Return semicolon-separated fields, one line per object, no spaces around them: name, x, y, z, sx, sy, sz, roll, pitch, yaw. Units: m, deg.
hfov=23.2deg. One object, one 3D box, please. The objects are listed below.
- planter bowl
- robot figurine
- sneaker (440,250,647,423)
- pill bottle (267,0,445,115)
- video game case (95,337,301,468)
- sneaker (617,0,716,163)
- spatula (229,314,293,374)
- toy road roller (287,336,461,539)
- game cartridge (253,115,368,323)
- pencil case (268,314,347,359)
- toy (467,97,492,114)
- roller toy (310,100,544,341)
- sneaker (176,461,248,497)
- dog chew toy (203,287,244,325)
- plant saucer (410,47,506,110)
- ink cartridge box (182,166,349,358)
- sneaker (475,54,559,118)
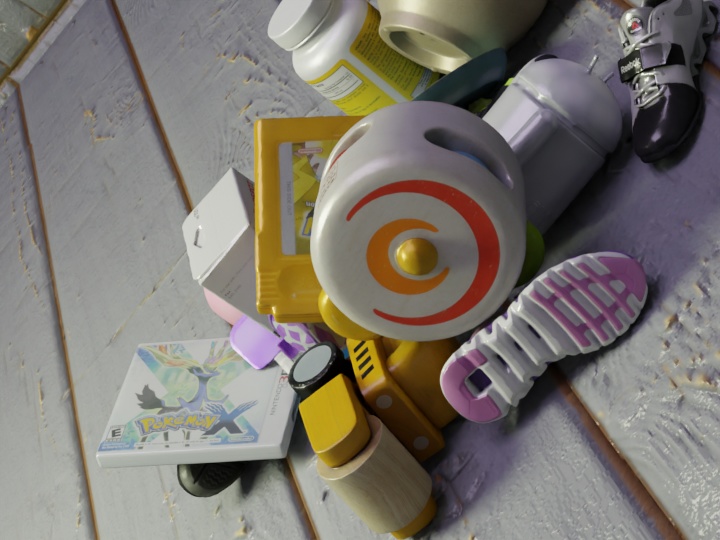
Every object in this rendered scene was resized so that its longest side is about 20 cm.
planter bowl;0.097;-0.290;1.871;0.200;0.200;0.135;7;71;61
robot figurine;0.162;-0.112;1.620;0.200;0.113;0.170;-51;-7;8
sneaker;0.156;0.044;1.492;0.200;0.081;0.088;-37;5;20
pill bottle;-0.002;-0.234;1.950;0.112;0.200;0.113;-39;29;27
video game case;-0.158;0.132;1.823;0.199;0.022;0.183;-5;36;14
sneaker;0.261;-0.187;1.578;0.074;0.088;0.201;-26;39;43
spatula;-0.070;0.101;1.791;0.057;0.021;0.200;-47;45;-2
toy road roller;0.032;0.121;1.551;0.146;0.123;0.200;-36;28;10
game cartridge;-0.010;-0.050;1.630;0.032;0.175;0.201;89;178;-66
pencil case;0.000;0.000;1.672;0.200;0.084;0.085;-45;10;-18
toy;0.120;-0.136;1.798;0.200;0.047;0.115;-35;33;36
roller toy;0.048;-0.039;1.497;0.199;0.183;0.140;-11;27;11
sneaker;-0.172;0.182;1.876;0.114;0.076;0.200;-40;26;31
dog chew toy;-0.085;-0.028;1.912;0.200;0.124;0.125;-59;25;4
plant saucer;0.076;-0.160;1.825;0.200;0.027;0.200;-36;-6;-5
ink cartridge box;-0.072;0.005;1.773;0.086;0.200;0.147;-47;26;13
sneaker;0.120;-0.136;1.715;0.200;0.072;0.083;-55;47;12
